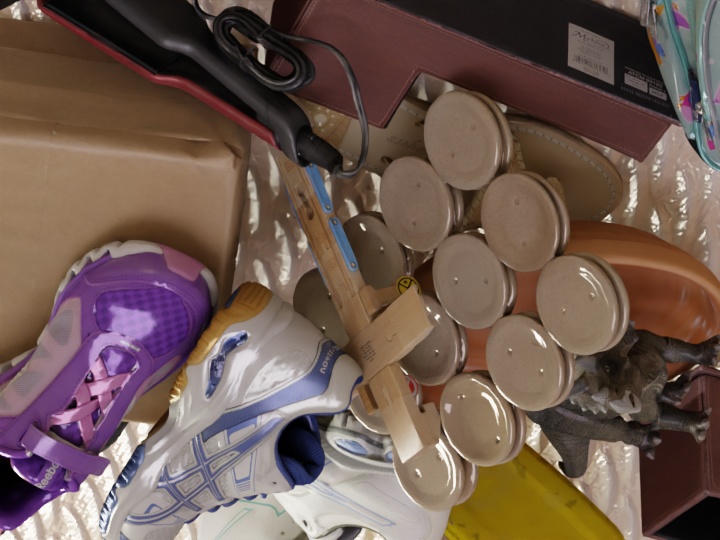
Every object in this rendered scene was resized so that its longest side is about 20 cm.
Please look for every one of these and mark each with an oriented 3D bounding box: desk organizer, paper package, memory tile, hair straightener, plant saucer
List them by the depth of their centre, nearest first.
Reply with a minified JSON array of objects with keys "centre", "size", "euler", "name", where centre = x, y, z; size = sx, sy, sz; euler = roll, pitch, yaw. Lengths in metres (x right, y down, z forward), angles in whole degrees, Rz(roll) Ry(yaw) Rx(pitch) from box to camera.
[{"centre":[-0.073,-0.111,1.159],"size":[0.200,0.041,0.077],"euler":[38,134,19],"name":"hair straightener"},{"centre":[0.047,0.019,1.202],"size":[0.017,0.153,0.200],"euler":[-18,156,-43],"name":"memory tile"},{"centre":[0.056,-0.107,1.202],"size":[0.200,0.072,0.077],"euler":[20,132,-15],"name":"desk organizer"},{"centre":[-0.158,-0.027,1.262],"size":[0.190,0.104,0.200],"euler":[7,133,-3],"name":"paper package"},{"centre":[0.100,0.025,1.304],"size":[0.200,0.038,0.200],"euler":[-4,153,-2],"name":"plant saucer"},{"centre":[0.259,0.127,1.364],"size":[0.200,0.077,0.072],"euler":[16,146,-22],"name":"desk organizer"}]

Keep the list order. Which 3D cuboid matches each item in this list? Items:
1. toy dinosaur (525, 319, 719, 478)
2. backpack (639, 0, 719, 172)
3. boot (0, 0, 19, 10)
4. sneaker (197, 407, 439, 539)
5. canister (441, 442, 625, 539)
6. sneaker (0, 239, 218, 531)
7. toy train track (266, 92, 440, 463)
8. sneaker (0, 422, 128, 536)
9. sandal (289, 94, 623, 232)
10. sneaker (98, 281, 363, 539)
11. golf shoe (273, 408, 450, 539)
[{"centre":[0.130,0.061,1.283],"size":[0.102,0.077,0.200],"euler":[18,165,-10],"name":"toy dinosaur"},{"centre":[0.212,-0.151,1.101],"size":[0.175,0.153,0.200],"euler":[-15,118,9],"name":"backpack"},{"centre":[-0.124,-0.201,1.129],"size":[0.200,0.074,0.076],"euler":[-29,86,9],"name":"boot"},{"centre":[-0.018,0.137,1.421],"size":[0.200,0.080,0.070],"euler":[-34,121,27],"name":"sneaker"},{"centre":[0.081,0.195,1.411],"size":[0.148,0.086,0.200],"euler":[41,149,25],"name":"canister"},{"centre":[-0.145,0.066,1.218],"size":[0.080,0.089,0.200],"euler":[33,124,-22],"name":"sneaker"},{"centre":[0.000,0.000,1.213],"size":[0.032,0.200,0.115],"euler":[-14,163,-34],"name":"toy train track"},{"centre":[-0.207,0.120,1.403],"size":[0.200,0.096,0.079],"euler":[-34,121,27],"name":"sneaker"},{"centre":[0.043,-0.049,1.254],"size":[0.211,0.070,0.078],"euler":[24,129,-18],"name":"sandal"},{"centre":[-0.069,0.099,1.234],"size":[0.088,0.075,0.200],"euler":[33,132,1],"name":"sneaker"},{"centre":[-0.035,0.112,1.342],"size":[0.200,0.078,0.097],"euler":[14,105,36],"name":"golf shoe"}]
